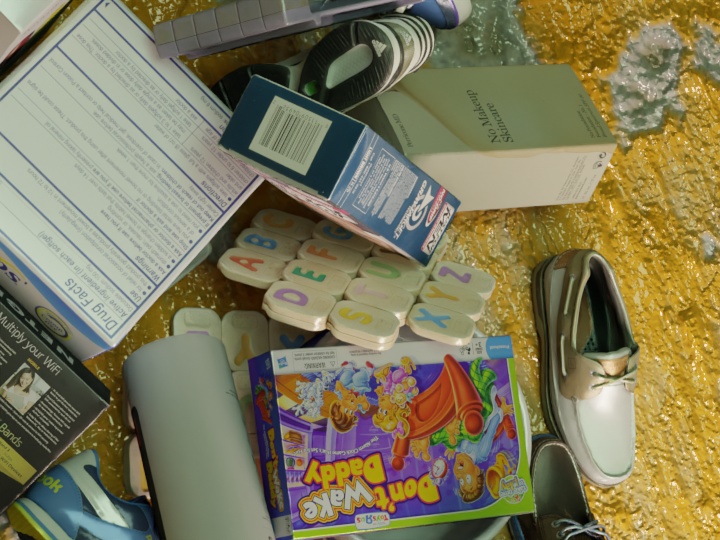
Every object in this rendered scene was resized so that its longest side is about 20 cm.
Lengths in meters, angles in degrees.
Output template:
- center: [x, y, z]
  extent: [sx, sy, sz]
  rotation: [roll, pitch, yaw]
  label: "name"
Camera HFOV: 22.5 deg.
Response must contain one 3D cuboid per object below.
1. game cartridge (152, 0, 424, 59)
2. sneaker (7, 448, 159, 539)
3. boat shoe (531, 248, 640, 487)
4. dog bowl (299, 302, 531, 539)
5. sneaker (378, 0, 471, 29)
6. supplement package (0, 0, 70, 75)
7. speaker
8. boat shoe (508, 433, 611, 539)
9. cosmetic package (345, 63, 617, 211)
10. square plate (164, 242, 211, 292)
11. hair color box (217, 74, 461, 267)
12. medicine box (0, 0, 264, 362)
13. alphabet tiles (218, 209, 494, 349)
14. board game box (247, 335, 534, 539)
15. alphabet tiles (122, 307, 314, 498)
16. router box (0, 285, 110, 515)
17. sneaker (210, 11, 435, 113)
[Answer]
- center: [-0.042, -0.189, 1.318]
  extent: [0.200, 0.129, 0.038]
  rotation: [-23, 97, -50]
  label: "game cartridge"
- center: [-0.159, 0.212, 1.307]
  extent: [0.200, 0.074, 0.082]
  rotation: [46, 62, -11]
  label: "sneaker"
- center: [0.193, 0.080, 1.505]
  extent: [0.075, 0.068, 0.200]
  rotation: [-11, 84, -27]
  label: "boat shoe"
- center: [0.027, 0.129, 1.395]
  extent: [0.200, 0.079, 0.201]
  rotation: [6, 76, -26]
  label: "dog bowl"
- center: [-0.021, -0.226, 1.475]
  extent: [0.200, 0.081, 0.147]
  rotation: [41, 75, -18]
  label: "sneaker"
- center: [-0.267, -0.207, 1.277]
  extent: [0.110, 0.200, 0.114]
  rotation: [45, 65, -10]
  label: "supplement package"
- center: [-0.112, 0.147, 1.289]
  extent: [0.081, 0.081, 0.200]
  rotation: [-3, 60, -26]
  label: "speaker"
- center: [0.171, 0.228, 1.459]
  extent: [0.072, 0.072, 0.200]
  rotation: [-4, 80, -26]
  label: "boat shoe"
- center: [0.095, -0.108, 1.479]
  extent: [0.200, 0.073, 0.104]
  rotation: [-5, 50, -28]
  label: "cosmetic package"
- center: [-0.242, -0.031, 1.346]
  extent: [0.200, 0.028, 0.198]
  rotation: [-42, 98, -27]
  label: "square plate"
- center: [-0.011, -0.068, 1.301]
  extent: [0.100, 0.200, 0.061]
  rotation: [27, 88, 26]
  label: "hair color box"
- center: [-0.196, -0.066, 1.303]
  extent: [0.182, 0.103, 0.200]
  rotation: [45, 64, -10]
  label: "medicine box"
- center: [0.000, 0.000, 1.374]
  extent: [0.195, 0.015, 0.200]
  rotation: [17, 27, 9]
  label: "alphabet tiles"
- center: [0.024, 0.122, 1.324]
  extent: [0.200, 0.045, 0.135]
  rotation: [-3, 80, -27]
  label: "board game box"
- center: [-0.085, 0.126, 1.394]
  extent: [0.200, 0.015, 0.196]
  rotation: [4, 77, -25]
  label: "alphabet tiles"
- center: [-0.297, 0.076, 1.247]
  extent: [0.157, 0.052, 0.200]
  rotation: [-44, 101, 1]
  label: "router box"
- center: [-0.023, -0.143, 1.405]
  extent: [0.115, 0.200, 0.076]
  rotation: [-23, 92, -53]
  label: "sneaker"
